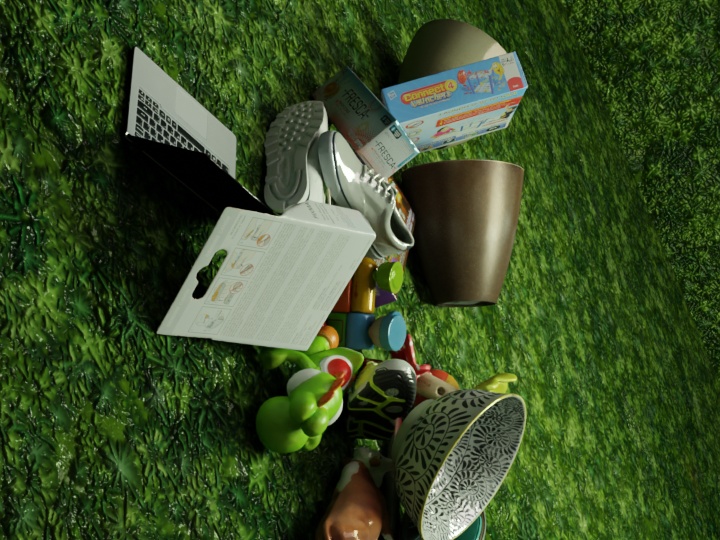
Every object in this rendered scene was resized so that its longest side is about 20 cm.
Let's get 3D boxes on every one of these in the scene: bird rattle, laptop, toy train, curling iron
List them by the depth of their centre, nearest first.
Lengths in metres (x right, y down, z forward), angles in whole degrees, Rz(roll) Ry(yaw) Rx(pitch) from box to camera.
[{"bbox_3d":[-0.150,-0.134,1.291,0.187,0.115,0.201,42,37,-47],"label":"laptop"},{"bbox_3d":[0.000,0.000,1.446,0.085,0.115,0.201,11,82,-62],"label":"toy train"},{"bbox_3d":[0.048,0.258,1.513,0.050,0.025,0.201,47,33,-34],"label":"curling iron"},{"bbox_3d":[0.092,0.162,1.566,0.163,0.199,0.113,105,4,-78],"label":"bird rattle"}]

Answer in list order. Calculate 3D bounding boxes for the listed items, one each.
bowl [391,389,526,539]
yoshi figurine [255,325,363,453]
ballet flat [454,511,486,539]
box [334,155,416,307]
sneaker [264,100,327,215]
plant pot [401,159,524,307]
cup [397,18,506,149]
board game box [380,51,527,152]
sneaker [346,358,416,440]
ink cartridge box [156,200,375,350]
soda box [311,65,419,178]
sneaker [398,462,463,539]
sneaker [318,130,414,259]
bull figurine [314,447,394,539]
[{"bbox_3d":[0.099,0.211,1.406,0.200,0.094,0.201,-37,143,-34],"label":"bowl"},{"bbox_3d":[-0.067,0.138,1.325,0.200,0.112,0.113,-68,175,-74],"label":"yoshi figurine"},{"bbox_3d":[0.143,0.333,1.608,0.201,0.067,0.064,-81,150,-46],"label":"ballet flat"},{"bbox_3d":[0.018,-0.064,1.672,0.137,0.039,0.200,55,29,-28],"label":"box"},{"bbox_3d":[-0.074,-0.129,1.509,0.081,0.076,0.201,57,33,-45],"label":"sneaker"},{"bbox_3d":[0.155,-0.048,1.809,0.187,0.186,0.201,13,75,-61],"label":"plant pot"},{"bbox_3d":[0.136,-0.277,1.924,0.143,0.200,0.201,-55,126,-28],"label":"cup"},{"bbox_3d":[0.126,-0.233,1.745,0.196,0.199,0.056,100,-27,-80],"label":"board game box"},{"bbox_3d":[0.018,0.136,1.398,0.200,0.075,0.077,116,-23,-63],"label":"sneaker"},{"bbox_3d":[-0.099,0.000,1.232,0.199,0.163,0.057,12,30,-39],"label":"ink cartridge box"},{"bbox_3d":[0.004,-0.199,1.611,0.064,0.068,0.200,49,4,-37],"label":"soda box"},{"bbox_3d":[0.092,0.301,1.478,0.075,0.079,0.201,54,38,-63],"label":"sneaker"},{"bbox_3d":[0.010,-0.100,1.525,0.073,0.070,0.200,-79,149,-45],"label":"sneaker"},{"bbox_3d":[0.001,0.284,1.351,0.122,0.065,0.200,64,24,-9],"label":"bull figurine"}]
